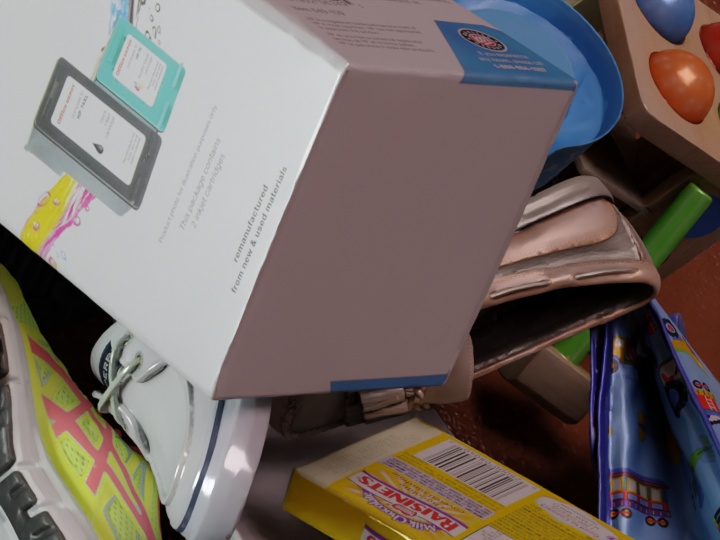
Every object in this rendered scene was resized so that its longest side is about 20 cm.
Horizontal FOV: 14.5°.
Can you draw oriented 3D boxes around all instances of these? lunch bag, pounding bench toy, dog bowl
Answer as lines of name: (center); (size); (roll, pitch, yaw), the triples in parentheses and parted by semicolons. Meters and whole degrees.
lunch bag: (0.163, 0.101, 1.318); (0.151, 0.094, 0.201); (45, 29, -49)
pounding bench toy: (0.133, -0.039, 1.416); (0.124, 0.156, 0.201); (30, 38, -36)
dog bowl: (0.029, -0.079, 1.313); (0.199, 0.050, 0.112); (-11, 58, -35)

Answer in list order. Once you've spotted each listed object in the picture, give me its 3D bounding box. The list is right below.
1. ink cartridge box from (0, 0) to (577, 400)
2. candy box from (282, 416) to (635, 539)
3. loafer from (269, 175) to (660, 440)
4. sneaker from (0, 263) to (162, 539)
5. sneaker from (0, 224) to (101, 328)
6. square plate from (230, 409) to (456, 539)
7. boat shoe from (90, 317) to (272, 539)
ink cartridge box: (-0.049, -0.062, 1.148); (0.146, 0.146, 0.200); (0, 30, -49)
candy box: (0.074, 0.125, 1.182); (0.200, 0.027, 0.102); (29, 26, 25)
loafer: (0.046, 0.025, 1.254); (0.200, 0.072, 0.063); (-30, 65, -23)
sneaker: (-0.129, 0.082, 1.171); (0.090, 0.078, 0.201); (4, 57, -49)
sneaker: (-0.191, -0.052, 1.242); (0.200, 0.070, 0.082); (34, 29, -15)
square plate: (0.002, 0.118, 1.236); (0.198, 0.028, 0.200); (10, 33, -43)
boat shoe: (-0.080, 0.048, 1.160); (0.067, 0.074, 0.200); (17, 20, -12)
